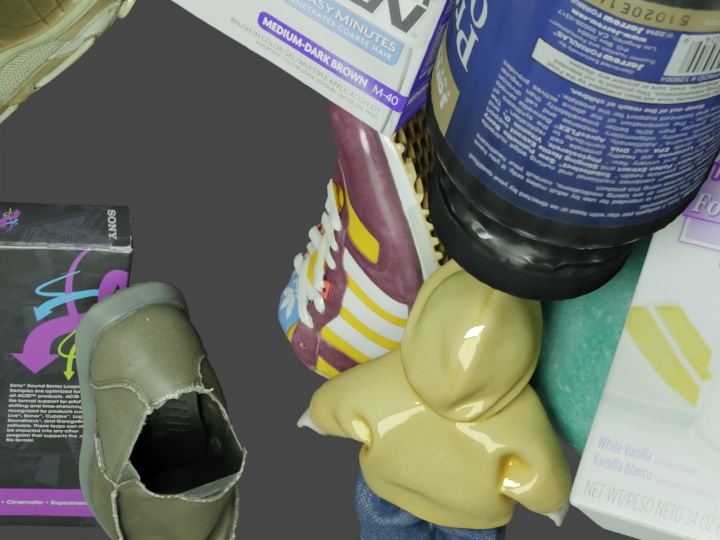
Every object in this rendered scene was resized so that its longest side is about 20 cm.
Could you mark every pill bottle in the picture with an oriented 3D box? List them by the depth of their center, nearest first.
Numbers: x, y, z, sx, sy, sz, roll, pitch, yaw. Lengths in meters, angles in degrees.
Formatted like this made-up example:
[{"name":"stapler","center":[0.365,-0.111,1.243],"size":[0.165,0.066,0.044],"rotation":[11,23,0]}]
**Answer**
[{"name":"pill bottle","center":[0.086,-0.079,0.795],"size":[0.112,0.112,0.200],"rotation":[15,142,-3]}]

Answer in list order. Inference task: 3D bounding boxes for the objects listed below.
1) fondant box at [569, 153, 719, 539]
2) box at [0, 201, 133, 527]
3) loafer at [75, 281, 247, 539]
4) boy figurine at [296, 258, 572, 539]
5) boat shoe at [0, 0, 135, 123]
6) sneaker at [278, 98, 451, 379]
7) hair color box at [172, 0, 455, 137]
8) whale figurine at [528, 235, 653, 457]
[{"name":"fondant box","center":[0.181,0.021,0.853],"size":[0.144,0.200,0.058],"rotation":[15,169,23]},{"name":"box","center":[-0.187,0.048,1.061],"size":[0.143,0.036,0.200],"rotation":[2,135,-11]},{"name":"loafer","center":[-0.094,0.093,1.056],"size":[0.075,0.070,0.200],"rotation":[-23,141,-13]},{"name":"boy figurine","center":[0.033,0.070,0.955],"size":[0.124,0.064,0.200],"rotation":[16,136,11]},{"name":"boat shoe","center":[-0.141,-0.109,0.917],"size":[0.201,0.063,0.073],"rotation":[-41,69,33]},{"name":"sneaker","center":[0.000,0.000,0.974],"size":[0.090,0.075,0.200],"rotation":[-9,129,11]},{"name":"hair color box","center":[0.009,-0.160,0.813],"size":[0.109,0.065,0.200],"rotation":[32,132,11]},{"name":"whale figurine","center":[0.167,0.050,0.967],"size":[0.200,0.104,0.159],"rotation":[22,132,-12]}]
